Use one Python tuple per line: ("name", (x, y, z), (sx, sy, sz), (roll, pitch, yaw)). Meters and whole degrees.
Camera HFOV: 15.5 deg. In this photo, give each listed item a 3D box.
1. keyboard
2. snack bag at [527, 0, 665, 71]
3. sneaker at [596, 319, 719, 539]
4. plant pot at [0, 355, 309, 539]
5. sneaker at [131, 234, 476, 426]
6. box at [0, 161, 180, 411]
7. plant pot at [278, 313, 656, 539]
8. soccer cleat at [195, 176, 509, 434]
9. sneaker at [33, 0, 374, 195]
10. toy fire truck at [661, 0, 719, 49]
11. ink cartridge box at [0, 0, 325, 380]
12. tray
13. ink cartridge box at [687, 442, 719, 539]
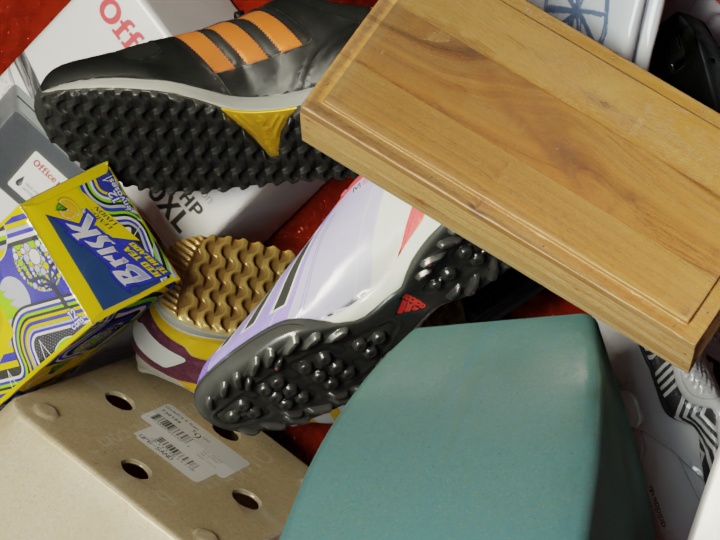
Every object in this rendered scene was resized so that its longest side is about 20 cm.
("keyboard", (0.112, -0.055, 1.258), (0.200, 0.039, 0.105), (-36, 57, 45))
("snack bag", (0.069, -0.103, 1.258), (0.200, 0.021, 0.190), (31, 115, 52))
("sneaker", (0.135, 0.087, 1.261), (0.115, 0.075, 0.201), (-36, 83, 23))
("plant pot", (-0.124, 0.159, 1.325), (0.199, 0.200, 0.178), (35, 115, 19))
("sneaker", (-0.015, 0.045, 1.326), (0.199, 0.075, 0.090), (19, 145, -5))
("box", (-0.175, 0.029, 1.305), (0.200, 0.064, 0.070), (-38, 82, 46))
("plant pot", (0.055, 0.121, 1.144), (0.140, 0.201, 0.142), (-6, 130, 19))
("soccer cleat", (0.000, 0.000, 1.231), (0.200, 0.068, 0.073), (-39, 48, 19))
("sneaker", (-0.055, -0.093, 1.274), (0.199, 0.090, 0.070), (-1, 139, 5))
("toy fire truck", (0.200, -0.134, 1.197), (0.200, 0.112, 0.168), (48, 138, 15))
("ink cartridge box", (-0.130, -0.046, 1.376), (0.200, 0.084, 0.145), (-43, 78, 24))
("tray", (0.083, -0.052, 1.145), (0.199, 0.037, 0.099), (31, 71, 14))
("ink cartridge box", (0.236, 0.072, 1.158), (0.146, 0.086, 0.201), (19, 84, 12))
